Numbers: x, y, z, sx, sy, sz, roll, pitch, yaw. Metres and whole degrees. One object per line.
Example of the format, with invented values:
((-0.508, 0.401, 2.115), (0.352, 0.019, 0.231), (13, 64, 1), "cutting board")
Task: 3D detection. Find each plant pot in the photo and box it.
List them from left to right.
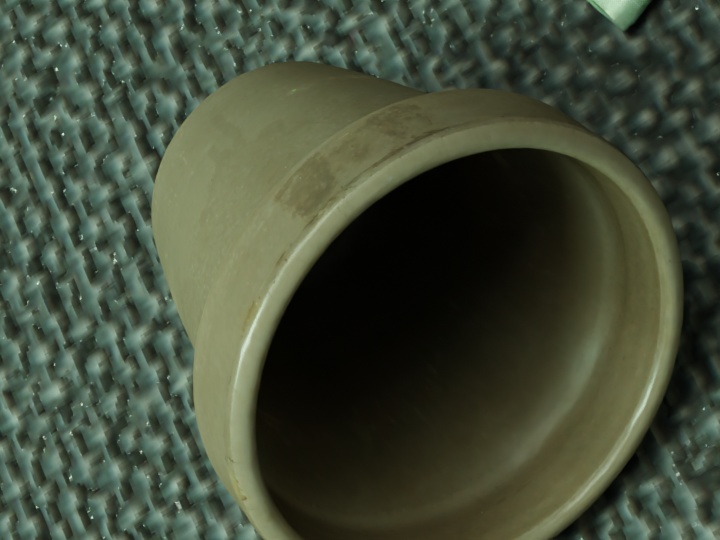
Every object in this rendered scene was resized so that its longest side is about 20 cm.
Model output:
((0.000, 0.000, 1.141), (0.200, 0.200, 0.175), (-49, 41, 2), "plant pot")

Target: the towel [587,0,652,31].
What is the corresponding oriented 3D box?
((0.130, -0.221, 1.245), (0.200, 0.023, 0.153), (-47, 58, 2), "towel")
